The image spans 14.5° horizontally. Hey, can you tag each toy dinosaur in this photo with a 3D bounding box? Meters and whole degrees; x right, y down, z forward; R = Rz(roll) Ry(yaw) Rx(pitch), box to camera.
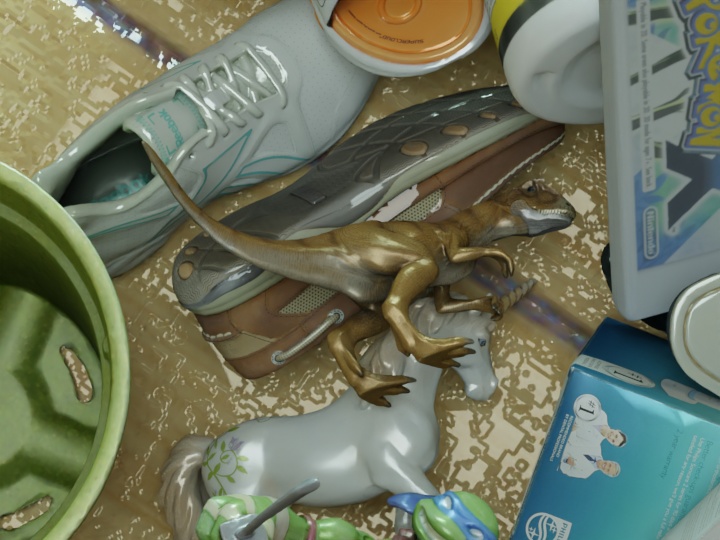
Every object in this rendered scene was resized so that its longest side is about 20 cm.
[{"bbox_3d":[0.000,0.000,1.244,0.199,0.060,0.107,-3,63,-25],"label":"toy dinosaur"}]

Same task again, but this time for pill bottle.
[{"bbox_3d":[0.095,-0.176,1.256,0.111,0.111,0.201,-16,65,2],"label":"pill bottle"}]

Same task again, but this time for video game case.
[{"bbox_3d":[0.189,-0.085,1.199,0.181,0.022,0.201,-15,125,-12],"label":"video game case"}]

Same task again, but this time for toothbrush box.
[{"bbox_3d":[0.177,0.101,1.224,0.199,0.146,0.086,20,100,7],"label":"toothbrush box"}]

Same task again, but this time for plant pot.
[{"bbox_3d":[-0.186,0.058,1.249,0.199,0.184,0.202,-1,82,4],"label":"plant pot"}]

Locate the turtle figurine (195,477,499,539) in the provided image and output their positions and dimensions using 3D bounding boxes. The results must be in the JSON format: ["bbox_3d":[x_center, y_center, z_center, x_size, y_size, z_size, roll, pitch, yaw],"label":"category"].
[{"bbox_3d":[-0.026,0.169,1.149,0.144,0.200,0.194,38,104,-18],"label":"turtle figurine"}]

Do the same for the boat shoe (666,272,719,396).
[{"bbox_3d":[0.220,0.023,1.217,0.198,0.062,0.075,-3,103,-14],"label":"boat shoe"}]

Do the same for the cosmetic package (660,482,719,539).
[{"bbox_3d":[0.178,0.196,1.146,0.200,0.052,0.151,40,122,-3],"label":"cosmetic package"}]

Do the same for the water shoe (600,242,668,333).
[{"bbox_3d":[0.182,-0.061,1.268,0.071,0.079,0.201,30,94,46],"label":"water shoe"}]

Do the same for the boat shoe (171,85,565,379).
[{"bbox_3d":[0.010,-0.019,1.307,0.199,0.076,0.072,-29,112,-8],"label":"boat shoe"}]

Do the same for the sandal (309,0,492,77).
[{"bbox_3d":[-0.008,-0.179,1.299,0.079,0.059,0.208,-26,63,3],"label":"sandal"}]

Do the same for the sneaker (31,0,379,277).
[{"bbox_3d":[-0.069,-0.066,1.310,0.200,0.080,0.071,-37,79,-2],"label":"sneaker"}]

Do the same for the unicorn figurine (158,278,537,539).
[{"bbox_3d":[-0.001,0.089,1.284,0.199,0.074,0.138,-12,85,0],"label":"unicorn figurine"}]
